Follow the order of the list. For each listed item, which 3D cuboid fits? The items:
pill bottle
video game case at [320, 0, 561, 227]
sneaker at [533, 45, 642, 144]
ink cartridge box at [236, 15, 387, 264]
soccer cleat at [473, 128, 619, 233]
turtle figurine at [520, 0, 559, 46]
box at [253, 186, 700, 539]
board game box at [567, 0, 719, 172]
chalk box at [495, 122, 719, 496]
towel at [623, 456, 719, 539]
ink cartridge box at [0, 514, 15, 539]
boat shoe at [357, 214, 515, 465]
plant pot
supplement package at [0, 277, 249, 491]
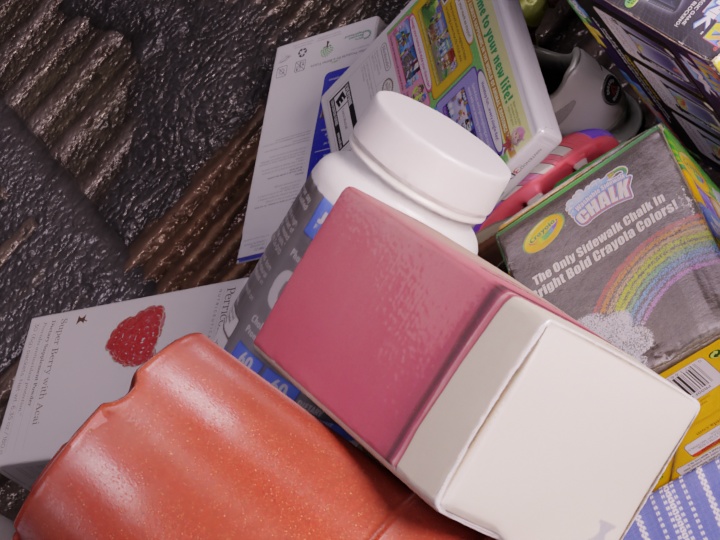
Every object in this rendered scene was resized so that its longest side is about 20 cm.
[{"bbox_3d":[0.000,0.000,1.127,0.200,0.114,0.114,-59,41,17],"label":"pill bottle"},{"bbox_3d":[0.047,-0.100,1.229,0.182,0.022,0.200,-45,39,32],"label":"video game case"},{"bbox_3d":[0.086,-0.118,1.272,0.199,0.089,0.074,-8,49,35],"label":"sneaker"},{"bbox_3d":[-0.030,-0.090,1.386,0.099,0.039,0.201,-12,54,33],"label":"ink cartridge box"},{"bbox_3d":[0.081,-0.037,1.237,0.200,0.067,0.077,-42,54,16],"label":"soccer cleat"},{"bbox_3d":[0.145,-0.226,1.284,0.161,0.200,0.064,-49,-3,31],"label":"turtle figurine"},{"bbox_3d":[0.056,0.055,0.981,0.109,0.128,0.200,-59,38,4],"label":"box"},{"bbox_3d":[0.211,-0.116,1.093,0.057,0.200,0.165,-48,44,-1],"label":"board game box"},{"bbox_3d":[0.171,0.012,1.095,0.124,0.124,0.200,-33,45,19],"label":"chalk box"},{"bbox_3d":[0.235,0.155,1.009,0.200,0.024,0.145,-31,52,16],"label":"towel"},{"bbox_3d":[-0.346,0.210,1.315,0.146,0.200,0.083,-29,48,21],"label":"ink cartridge box"},{"bbox_3d":[0.065,0.049,1.195,0.200,0.076,0.072,-48,46,15],"label":"boat shoe"},{"bbox_3d":[-0.062,0.150,0.966,0.195,0.201,0.201,40,89,8],"label":"plant pot"},{"bbox_3d":[-0.131,0.096,1.279,0.199,0.120,0.122,-11,54,33],"label":"supplement package"}]
